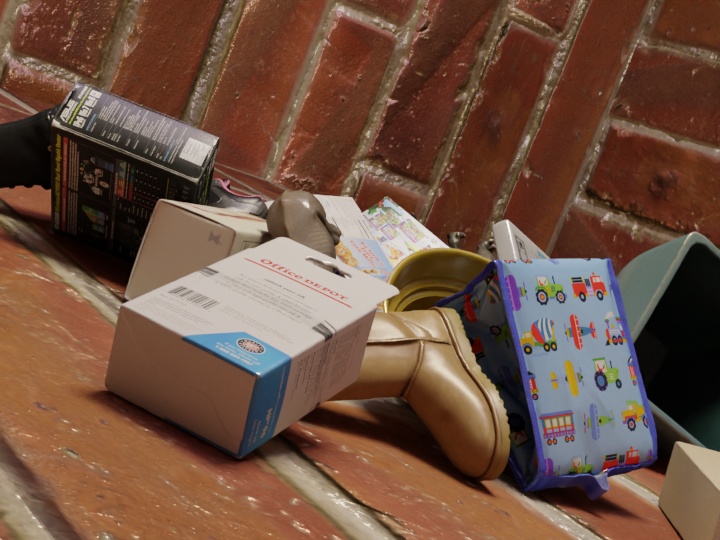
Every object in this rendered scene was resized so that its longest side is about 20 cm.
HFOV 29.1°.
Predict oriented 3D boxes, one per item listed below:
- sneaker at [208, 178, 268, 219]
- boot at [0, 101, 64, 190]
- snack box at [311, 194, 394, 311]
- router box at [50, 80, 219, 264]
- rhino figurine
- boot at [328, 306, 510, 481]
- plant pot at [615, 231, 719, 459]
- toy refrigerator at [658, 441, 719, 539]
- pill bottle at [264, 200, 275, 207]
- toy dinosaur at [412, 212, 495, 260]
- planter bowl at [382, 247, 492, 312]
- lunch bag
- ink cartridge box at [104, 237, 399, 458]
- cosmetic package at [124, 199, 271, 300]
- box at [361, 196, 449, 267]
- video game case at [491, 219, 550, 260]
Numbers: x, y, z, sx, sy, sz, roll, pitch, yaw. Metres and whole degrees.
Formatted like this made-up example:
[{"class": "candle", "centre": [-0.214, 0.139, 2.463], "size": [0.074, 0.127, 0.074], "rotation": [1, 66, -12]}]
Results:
[{"class": "sneaker", "centre": [-0.187, -0.070, 1.530], "size": [0.200, 0.095, 0.079], "rotation": [20, -40, 27]}, {"class": "boot", "centre": [-0.351, -0.104, 1.491], "size": [0.153, 0.074, 0.204], "rotation": [-13, -29, -13]}, {"class": "snack box", "centre": [0.000, 0.000, 1.365], "size": [0.072, 0.024, 0.200], "rotation": [3, 43, -38]}, {"class": "router box", "centre": [-0.228, -0.083, 1.378], "size": [0.150, 0.062, 0.200], "rotation": [21, -32, 0]}, {"class": "rhino figurine", "centre": [-0.044, 0.016, 1.263], "size": [0.060, 0.200, 0.087], "rotation": [-17, -25, 11]}, {"class": "boot", "centre": [0.001, 0.094, 1.091], "size": [0.200, 0.066, 0.175], "rotation": [3, 41, -27]}, {"class": "plant pot", "centre": [0.343, 0.097, 1.575], "size": [0.196, 0.196, 0.200], "rotation": [39, -17, -15]}, {"class": "toy refrigerator", "centre": [0.317, 0.210, 1.195], "size": [0.076, 0.070, 0.200], "rotation": [15, 5, 0]}, {"class": "pill bottle", "centre": [-0.077, -0.012, 1.554], "size": [0.200, 0.111, 0.111], "rotation": [25, 7, 31]}, {"class": "toy dinosaur", "centre": [0.129, 0.011, 1.541], "size": [0.200, 0.077, 0.102], "rotation": [56, 26, -24]}, {"class": "planter bowl", "centre": [0.091, 0.082, 1.258], "size": [0.200, 0.083, 0.201], "rotation": [18, 46, -20]}, {"class": "lunch bag", "centre": [0.173, 0.096, 1.183], "size": [0.150, 0.094, 0.200], "rotation": [-1, 63, -40]}, {"class": "ink cartridge box", "centre": [-0.069, 0.047, 0.976], "size": [0.116, 0.068, 0.200], "rotation": [25, 26, 22]}, {"class": "cosmetic package", "centre": [-0.131, -0.003, 1.322], "size": [0.087, 0.104, 0.200], "rotation": [23, 4, 16]}, {"class": "box", "centre": [0.042, 0.023, 1.408], "size": [0.137, 0.039, 0.200], "rotation": [-32, 57, -26]}, {"class": "video game case", "centre": [0.195, 0.070, 1.399], "size": [0.024, 0.200, 0.182], "rotation": [-22, -32, 23]}]
